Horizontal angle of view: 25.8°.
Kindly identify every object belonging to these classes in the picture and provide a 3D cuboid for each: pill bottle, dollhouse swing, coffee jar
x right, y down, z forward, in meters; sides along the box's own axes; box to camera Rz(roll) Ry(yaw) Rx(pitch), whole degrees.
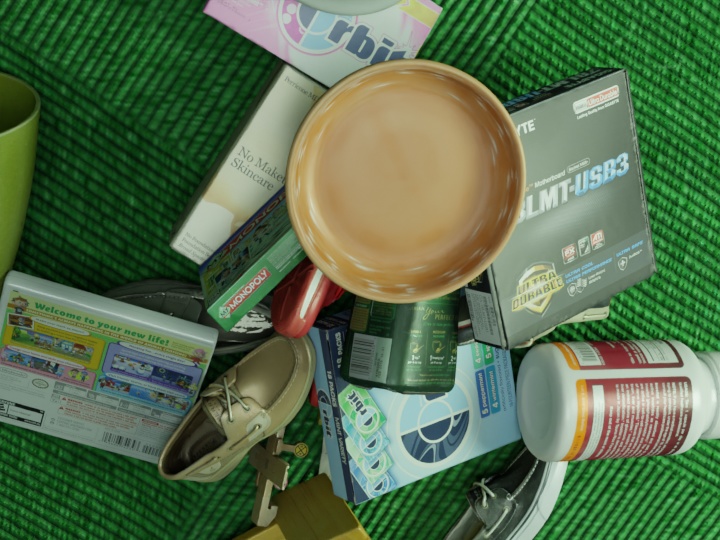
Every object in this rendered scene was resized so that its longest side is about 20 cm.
[{"bbox_3d":[0.259,0.124,1.511,0.198,0.113,0.114,0,104,-18],"label":"pill bottle"},{"bbox_3d":[-0.043,0.336,1.515,0.175,0.182,0.201,-34,112,-5],"label":"dollhouse swing"},{"bbox_3d":[0.043,0.005,1.391,0.104,0.085,0.202,6,92,-45],"label":"coffee jar"}]

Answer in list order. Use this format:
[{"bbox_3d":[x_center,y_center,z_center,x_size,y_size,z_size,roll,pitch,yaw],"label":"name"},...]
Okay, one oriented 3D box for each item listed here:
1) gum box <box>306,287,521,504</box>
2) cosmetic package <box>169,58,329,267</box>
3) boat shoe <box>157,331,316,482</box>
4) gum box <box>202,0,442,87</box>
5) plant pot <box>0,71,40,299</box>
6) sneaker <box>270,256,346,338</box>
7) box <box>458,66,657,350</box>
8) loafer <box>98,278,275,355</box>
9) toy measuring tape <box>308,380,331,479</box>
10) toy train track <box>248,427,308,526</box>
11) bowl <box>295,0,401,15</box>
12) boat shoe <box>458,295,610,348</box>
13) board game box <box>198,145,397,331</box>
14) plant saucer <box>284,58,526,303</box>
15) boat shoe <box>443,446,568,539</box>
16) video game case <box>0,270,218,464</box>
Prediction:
[{"bbox_3d":[0.054,0.107,1.490,0.199,0.044,0.172,-18,107,-30],"label":"gum box"},{"bbox_3d":[-0.084,-0.086,1.459,0.105,0.071,0.201,30,99,-12],"label":"cosmetic package"},{"bbox_3d":[-0.115,0.130,1.457,0.200,0.064,0.071,-51,62,25],"label":"boat shoe"},{"bbox_3d":[-0.040,-0.242,1.428,0.199,0.066,0.114,29,100,-11],"label":"gum box"},{"bbox_3d":[-0.374,-0.055,1.402,0.185,0.188,0.202,0,118,-5],"label":"plant pot"},{"bbox_3d":[0.000,0.000,1.442,0.115,0.078,0.201,36,56,-17],"label":"sneaker"},{"bbox_3d":[0.169,-0.058,1.394,0.199,0.050,0.200,-23,112,-31],"label":"box"},{"bbox_3d":[-0.162,0.046,1.485,0.198,0.070,0.071,-3,104,-5],"label":"loafer"},{"bbox_3d":[-0.021,0.151,1.524,0.073,0.074,0.202,6,103,-6],"label":"toy measuring tape"},{"bbox_3d":[-0.067,0.146,1.506,0.032,0.115,0.202,11,93,-21],"label":"toy train track"},{"bbox_3d":[-0.009,-0.330,1.351,0.199,0.090,0.203,7,72,-21],"label":"bowl"},{"bbox_3d":[0.160,0.040,1.484,0.199,0.071,0.063,-19,110,-33],"label":"boat shoe"},{"bbox_3d":[-0.058,-0.043,1.366,0.200,0.135,0.029,-44,108,4],"label":"board game box"},{"bbox_3d":[0.035,-0.074,1.283,0.198,0.037,0.202,-2,106,-8],"label":"plant saucer"},{"bbox_3d":[0.135,0.240,1.557,0.070,0.072,0.201,26,102,-15],"label":"boat shoe"},{"bbox_3d":[-0.250,0.096,1.474,0.198,0.022,0.183,17,130,-8],"label":"video game case"}]
